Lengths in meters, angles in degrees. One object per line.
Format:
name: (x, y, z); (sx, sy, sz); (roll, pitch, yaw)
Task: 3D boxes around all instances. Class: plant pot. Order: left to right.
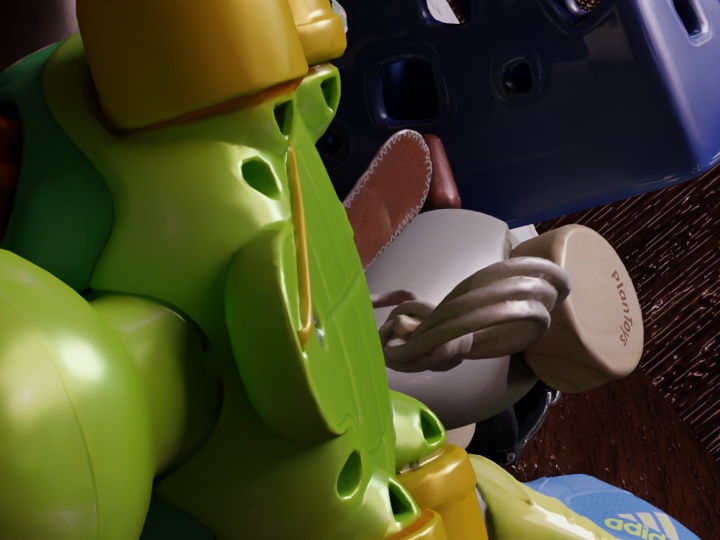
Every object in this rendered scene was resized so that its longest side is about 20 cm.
plant pot: (0.037, -0.117, 0.957); (0.200, 0.200, 0.180); (-35, 107, -59)

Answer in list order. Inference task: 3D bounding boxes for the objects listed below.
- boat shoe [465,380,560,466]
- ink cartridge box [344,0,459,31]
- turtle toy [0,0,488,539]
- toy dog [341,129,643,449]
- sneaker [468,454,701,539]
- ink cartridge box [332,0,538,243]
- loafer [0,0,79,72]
boat shoe: (0.046, 0.039, 1.026); (0.199, 0.066, 0.075); (-14, 83, -76)
ink cartridge box: (0.008, -0.055, 1.133); (0.100, 0.039, 0.200); (60, 26, -3)
turtle toy: (-0.044, 0.017, 0.496); (0.200, 0.101, 0.146); (-47, 121, -81)
toy dog: (0.000, 0.000, 0.778); (0.200, 0.132, 0.096); (31, 39, -72)
sneaker: (0.100, 0.130, 0.831); (0.105, 0.076, 0.200); (-9, 53, -48)
ink cartridge box: (0.000, -0.056, 1.295); (0.200, 0.087, 0.145); (46, 8, -21)
loafer: (-0.067, -0.054, 0.784); (0.073, 0.071, 0.200); (22, 4, 7)
